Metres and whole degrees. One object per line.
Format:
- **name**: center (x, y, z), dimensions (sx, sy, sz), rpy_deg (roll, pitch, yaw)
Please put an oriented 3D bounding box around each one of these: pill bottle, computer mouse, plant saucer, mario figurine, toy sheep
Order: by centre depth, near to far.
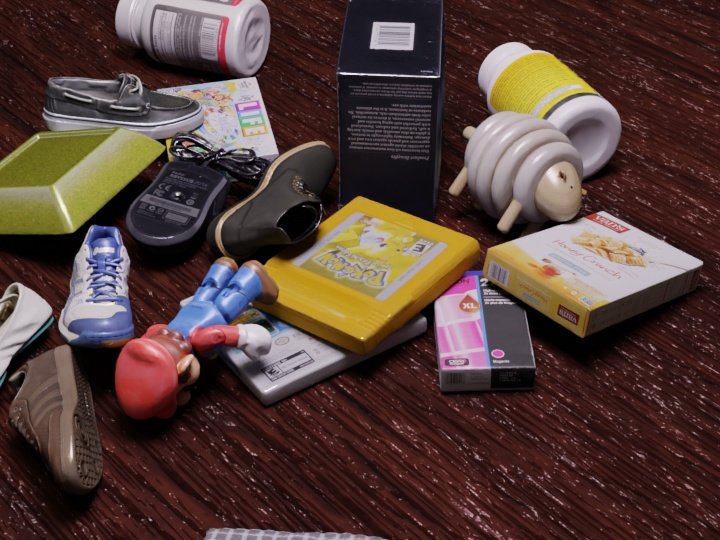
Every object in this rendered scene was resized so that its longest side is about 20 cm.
- **mario figurine**: center (-0.165, 0.080, 1.357), dimensions (0.106, 0.123, 0.200), rpy_deg (45, 56, -4)
- **toy sheep**: center (0.178, -0.115, 1.551), dimensions (0.138, 0.138, 0.200), rpy_deg (-25, 45, -28)
- **computer mouse**: center (-0.199, -0.077, 1.580), dimensions (0.138, 0.053, 0.200), rpy_deg (21, 45, 14)
- **plant saucer**: center (-0.364, -0.113, 1.601), dimensions (0.200, 0.048, 0.200), rpy_deg (0, 33, 32)
- **pill bottle**: center (0.228, -0.204, 1.686), dimensions (0.112, 0.113, 0.200), rpy_deg (-15, 39, -17)
- **pill bottle**: center (-0.236, -0.338, 1.888), dimensions (0.200, 0.111, 0.111), rpy_deg (14, 39, 19)

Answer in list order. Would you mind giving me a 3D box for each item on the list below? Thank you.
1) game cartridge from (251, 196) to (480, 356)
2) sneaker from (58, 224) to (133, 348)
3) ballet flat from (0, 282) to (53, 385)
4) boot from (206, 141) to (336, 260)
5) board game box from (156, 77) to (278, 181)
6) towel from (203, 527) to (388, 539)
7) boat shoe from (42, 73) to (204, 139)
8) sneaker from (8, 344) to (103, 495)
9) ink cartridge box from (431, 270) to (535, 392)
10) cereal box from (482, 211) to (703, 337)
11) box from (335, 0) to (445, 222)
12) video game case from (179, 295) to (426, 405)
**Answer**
- **game cartridge**: center (0.000, 0.000, 1.445), dimensions (0.176, 0.032, 0.200), rpy_deg (22, 43, 34)
- **sneaker**: center (-0.272, 0.014, 1.398), dimensions (0.075, 0.088, 0.200), rpy_deg (2, 20, -15)
- **ballet flat**: center (-0.380, 0.082, 1.364), dimensions (0.069, 0.069, 0.200), rpy_deg (9, 37, 15)
- **boot**: center (-0.062, -0.080, 1.522), dimensions (0.138, 0.077, 0.200), rpy_deg (-7, 35, 51)
- **board game box**: center (-0.185, -0.179, 1.736), dimensions (0.134, 0.034, 0.200), rpy_deg (-8, 37, -9)
- **towel**: center (-0.060, 0.291, 1.060), dimensions (0.165, 0.086, 0.200), rpy_deg (2, 37, 7)
- **boat shoe**: center (-0.292, -0.208, 1.683), dimensions (0.200, 0.071, 0.072), rpy_deg (-3, 34, -15)
- **sneaker**: center (-0.294, 0.151, 1.289), dimensions (0.075, 0.070, 0.200), rpy_deg (-23, 33, 0)
- **ink cartridge box**: center (0.124, 0.050, 1.419), dimensions (0.095, 0.037, 0.200), rpy_deg (-2, 35, 0)
- **cereal box**: center (0.248, -0.001, 1.444), dimensions (0.200, 0.040, 0.144), rpy_deg (-19, 39, -40)
- **box**: center (0.038, -0.192, 1.607), dimensions (0.123, 0.199, 0.200), rpy_deg (3, 37, 3)
- **video game case**: center (-0.062, 0.049, 1.437), dimensions (0.200, 0.024, 0.182), rpy_deg (-23, 41, -25)
